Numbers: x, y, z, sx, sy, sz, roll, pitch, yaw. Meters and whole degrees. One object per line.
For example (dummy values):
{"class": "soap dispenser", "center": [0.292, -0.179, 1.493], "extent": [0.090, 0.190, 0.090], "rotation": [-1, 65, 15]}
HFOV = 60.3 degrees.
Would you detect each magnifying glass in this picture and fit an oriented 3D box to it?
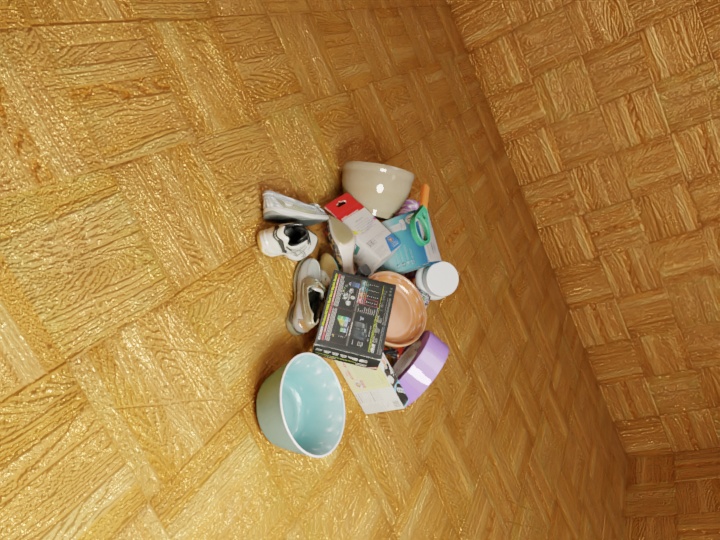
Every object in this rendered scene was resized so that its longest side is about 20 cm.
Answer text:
{"class": "magnifying glass", "center": [0.162, -0.148, 1.611], "extent": [0.080, 0.022, 0.200], "rotation": [45, 39, -36]}

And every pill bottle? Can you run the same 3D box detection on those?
{"class": "pill bottle", "center": [0.196, 0.029, 1.772], "extent": [0.114, 0.200, 0.114], "rotation": [1, 86, -16]}

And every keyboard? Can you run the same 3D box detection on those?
{"class": "keyboard", "center": [0.037, 0.161, 1.555], "extent": [0.200, 0.021, 0.127], "rotation": [3, 67, -28]}

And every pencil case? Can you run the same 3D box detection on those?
{"class": "pencil case", "center": [0.140, -0.127, 1.896], "extent": [0.084, 0.085, 0.200], "rotation": [43, 40, -38]}

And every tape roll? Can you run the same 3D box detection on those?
{"class": "tape roll", "center": [0.134, 0.248, 1.563], "extent": [0.066, 0.200, 0.200], "rotation": [40, 36, -3]}

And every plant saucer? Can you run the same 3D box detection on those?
{"class": "plant saucer", "center": [0.075, 0.100, 1.570], "extent": [0.200, 0.037, 0.200], "rotation": [13, 62, -24]}

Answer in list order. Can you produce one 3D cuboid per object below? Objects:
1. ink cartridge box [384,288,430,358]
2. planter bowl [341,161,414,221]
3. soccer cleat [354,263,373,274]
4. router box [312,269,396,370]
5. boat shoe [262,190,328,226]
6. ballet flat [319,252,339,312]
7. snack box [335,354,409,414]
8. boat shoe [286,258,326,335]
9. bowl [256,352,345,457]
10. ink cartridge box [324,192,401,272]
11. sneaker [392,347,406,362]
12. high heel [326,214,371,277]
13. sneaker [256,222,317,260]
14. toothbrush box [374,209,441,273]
{"class": "ink cartridge box", "center": [0.102, 0.125, 1.650], "extent": [0.109, 0.050, 0.200], "rotation": [31, 54, -2]}
{"class": "planter bowl", "center": [0.038, -0.209, 1.695], "extent": [0.200, 0.200, 0.135], "rotation": [9, 90, -57]}
{"class": "soccer cleat", "center": [0.000, 0.000, 1.620], "extent": [0.078, 0.069, 0.200], "rotation": [32, 51, -43]}
{"class": "router box", "center": [-0.013, 0.109, 1.383], "extent": [0.062, 0.150, 0.200], "rotation": [107, -2, -58]}
{"class": "boat shoe", "center": [-0.149, -0.142, 1.447], "extent": [0.202, 0.074, 0.065], "rotation": [3, 76, -51]}
{"class": "ballet flat", "center": [-0.072, 0.056, 1.477], "extent": [0.063, 0.069, 0.200], "rotation": [-14, 84, -38]}
{"class": "snack box", "center": [0.019, 0.246, 1.467], "extent": [0.200, 0.116, 0.037], "rotation": [62, 35, -17]}
{"class": "boat shoe", "center": [-0.111, 0.053, 1.405], "extent": [0.075, 0.068, 0.200], "rotation": [42, 41, -40]}
{"class": "bowl", "center": [-0.129, 0.272, 1.223], "extent": [0.201, 0.105, 0.201], "rotation": [35, 45, -46]}
{"class": "ink cartridge box", "center": [-0.006, -0.097, 1.598], "extent": [0.200, 0.067, 0.116], "rotation": [44, 41, 7]}
{"class": "sneaker", "center": [0.117, 0.176, 1.697], "extent": [0.074, 0.082, 0.200], "rotation": [-24, 94, -60]}
{"class": "high heel", "center": [-0.057, -0.027, 1.535], "extent": [0.071, 0.143, 0.200], "rotation": [-13, 63, -37]}
{"class": "sneaker", "center": [-0.142, -0.068, 1.403], "extent": [0.200, 0.088, 0.076], "rotation": [-9, 80, -61]}
{"class": "toothbrush box", "center": [0.100, -0.064, 1.684], "extent": [0.085, 0.200, 0.147], "rotation": [-2, 75, -58]}
